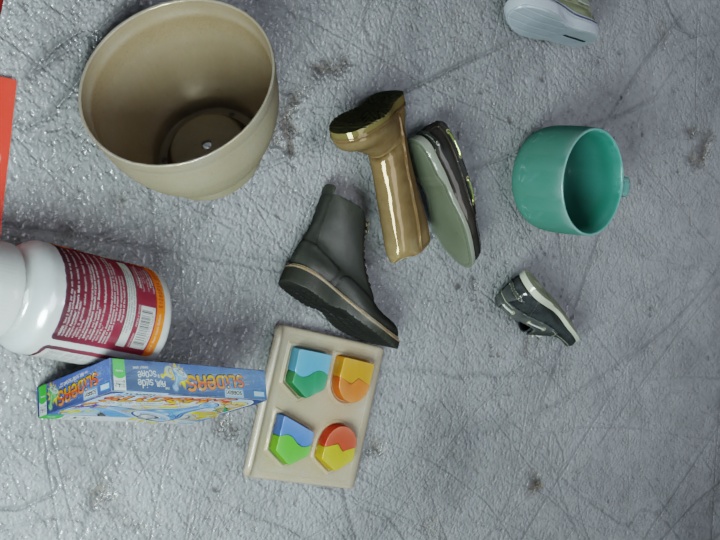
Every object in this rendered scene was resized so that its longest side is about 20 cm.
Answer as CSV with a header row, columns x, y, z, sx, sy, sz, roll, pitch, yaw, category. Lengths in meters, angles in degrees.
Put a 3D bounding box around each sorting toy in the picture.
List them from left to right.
x,y,z,sx,sy,sz,roll,pitch,yaw,category
-0.050,0.173,1.491,0.199,0.036,0.187,16,86,-45,sorting toy

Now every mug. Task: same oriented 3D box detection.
x,y,z,sx,sy,sz,roll,pitch,yaw,category
0.296,-0.122,1.730,0.185,0.114,0.153,46,65,-40,mug

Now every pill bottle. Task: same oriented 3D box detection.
x,y,z,sx,sy,sz,roll,pitch,yaw,category
-0.292,0.033,1.175,0.199,0.109,0.111,17,85,-45,pill bottle

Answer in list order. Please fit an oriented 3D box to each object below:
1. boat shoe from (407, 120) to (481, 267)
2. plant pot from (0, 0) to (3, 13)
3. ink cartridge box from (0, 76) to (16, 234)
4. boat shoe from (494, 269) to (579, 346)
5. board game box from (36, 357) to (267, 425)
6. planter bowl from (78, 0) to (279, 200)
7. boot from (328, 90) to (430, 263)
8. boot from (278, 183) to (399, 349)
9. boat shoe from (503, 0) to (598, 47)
x,y,z,sx,sy,sz,roll,pitch,yaw,category
0.123,-0.099,1.591,0.060,0.071,0.203,-39,120,-28,boat shoe
-0.382,-0.295,0.975,0.199,0.199,0.185,16,78,-45,plant pot
-0.400,-0.112,1.087,0.199,0.057,0.165,5,93,-40,ink cartridge box
0.263,0.065,1.778,0.067,0.072,0.200,-39,140,11,boat shoe
-0.215,0.128,1.250,0.199,0.135,0.035,10,67,-45,board game box
-0.171,-0.155,1.226,0.201,0.199,0.135,-58,158,-20,planter bowl
0.032,-0.105,1.481,0.175,0.065,0.202,-41,125,-55,boot
0.000,0.000,1.489,0.200,0.077,0.140,40,65,-42,boot
0.266,-0.366,1.703,0.199,0.072,0.063,7,68,-49,boat shoe
